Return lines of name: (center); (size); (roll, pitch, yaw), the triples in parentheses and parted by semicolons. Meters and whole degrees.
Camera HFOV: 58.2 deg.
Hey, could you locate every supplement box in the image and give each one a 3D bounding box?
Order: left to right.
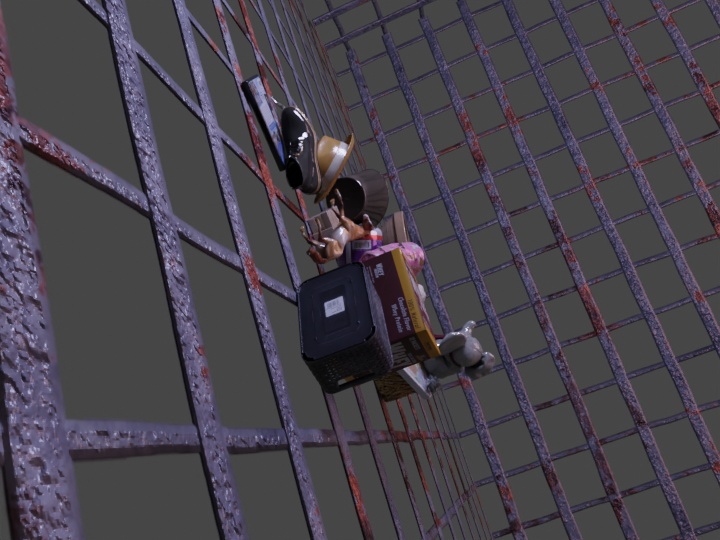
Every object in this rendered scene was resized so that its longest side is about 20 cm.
supplement box: (0.032, 0.097, 1.317); (0.133, 0.197, 0.200); (56, 15, -55)

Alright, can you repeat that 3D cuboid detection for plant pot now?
plant pot: (0.088, -0.051, 1.727); (0.201, 0.091, 0.205); (-9, 90, -83)

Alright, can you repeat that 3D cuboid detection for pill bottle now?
pill bottle: (0.000, 0.000, 1.553); (0.112, 0.110, 0.204); (5, 84, -81)

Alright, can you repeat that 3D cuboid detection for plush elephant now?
plush elephant: (0.222, 0.184, 1.524); (0.165, 0.154, 0.202); (43, 33, -31)

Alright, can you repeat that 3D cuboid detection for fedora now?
fedora: (-0.091, -0.270, 1.634); (0.081, 0.202, 0.201); (28, 21, -13)

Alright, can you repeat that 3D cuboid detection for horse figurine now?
horse figurine: (-0.058, -0.081, 1.433); (0.201, 0.049, 0.133); (-52, 127, -30)

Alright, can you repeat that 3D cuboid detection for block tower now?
block tower: (-0.083, -0.119, 1.592); (0.200, 0.053, 0.059); (-72, 139, -78)

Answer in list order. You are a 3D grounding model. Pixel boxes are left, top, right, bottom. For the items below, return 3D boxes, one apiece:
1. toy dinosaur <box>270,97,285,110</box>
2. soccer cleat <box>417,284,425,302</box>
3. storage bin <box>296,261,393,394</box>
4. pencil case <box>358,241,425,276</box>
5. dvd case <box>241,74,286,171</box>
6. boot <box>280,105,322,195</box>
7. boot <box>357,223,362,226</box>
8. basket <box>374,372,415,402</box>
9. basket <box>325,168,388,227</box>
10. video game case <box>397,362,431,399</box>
toy dinosaur: (-0.166, -0.338, 1.624); (0.203, 0.047, 0.088); (68, 14, 12)
soccer cleat: (0.124, 0.058, 1.608); (0.069, 0.078, 0.200); (40, -9, 19)
storage bin: (-0.030, 0.096, 1.131); (0.202, 0.133, 0.094); (-101, 167, -48)
pencil case: (0.072, -0.013, 1.492); (0.086, 0.084, 0.199); (34, 26, 26)
dvd case: (-0.204, -0.328, 1.430); (0.143, 0.017, 0.202); (-87, 157, -68)
boot: (-0.140, -0.268, 1.411); (0.138, 0.076, 0.203); (-22, 92, -77)
boot: (0.013, -0.019, 1.761); (0.165, 0.065, 0.203); (-29, -102, 67)
basket: (0.091, 0.204, 1.646); (0.201, 0.141, 0.150); (-97, 164, -60)
basket: (-0.012, -0.193, 1.771); (0.200, 0.134, 0.183); (-17, 124, -73)
video game case: (0.109, 0.175, 1.530); (0.200, 0.023, 0.183); (47, 32, -25)
